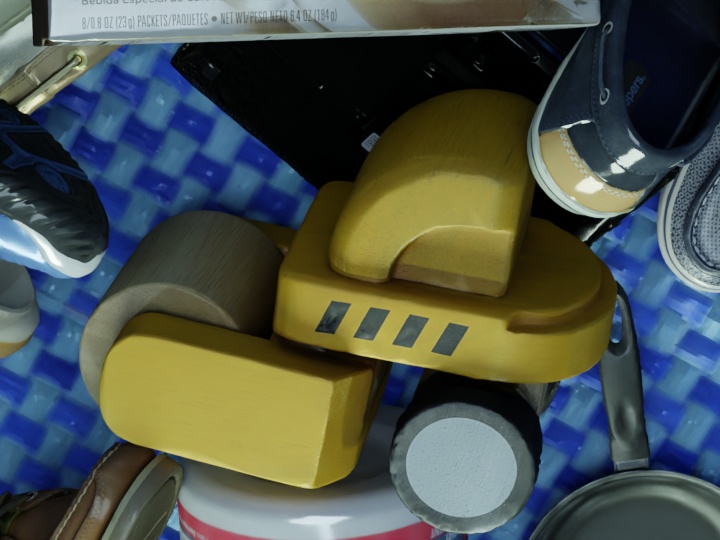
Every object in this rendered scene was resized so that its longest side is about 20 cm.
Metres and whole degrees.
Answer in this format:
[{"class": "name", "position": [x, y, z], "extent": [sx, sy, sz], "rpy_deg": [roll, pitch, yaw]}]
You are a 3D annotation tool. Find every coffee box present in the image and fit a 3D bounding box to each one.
[{"class": "coffee box", "position": [-0.020, -0.141, 1.008], "extent": [0.200, 0.080, 0.115], "rpy_deg": [-2, 94, -10]}]

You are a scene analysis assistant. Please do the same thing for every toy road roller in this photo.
[{"class": "toy road roller", "position": [0.000, 0.000, 1.084], "extent": [0.200, 0.123, 0.146], "rpy_deg": [11, 115, 6]}]

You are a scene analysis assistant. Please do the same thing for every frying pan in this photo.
[{"class": "frying pan", "position": [0.104, 0.105, 1.181], "extent": [0.115, 0.031, 0.190], "rpy_deg": [-29, 102, 10]}]

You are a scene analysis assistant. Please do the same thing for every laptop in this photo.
[{"class": "laptop", "position": [0.058, -0.107, 1.123], "extent": [0.177, 0.103, 0.200], "rpy_deg": [40, 130, -10]}]

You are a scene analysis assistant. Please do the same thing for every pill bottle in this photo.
[{"class": "pill bottle", "position": [-0.012, 0.166, 1.158], "extent": [0.119, 0.120, 0.200], "rpy_deg": [-2, 109, 2]}]

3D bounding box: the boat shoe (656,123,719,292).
[{"class": "boat shoe", "position": [0.193, -0.061, 1.091], "extent": [0.075, 0.093, 0.200], "rpy_deg": [37, 105, -10]}]

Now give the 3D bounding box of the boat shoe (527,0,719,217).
[{"class": "boat shoe", "position": [0.127, -0.108, 1.046], "extent": [0.075, 0.062, 0.200], "rpy_deg": [36, 64, -16]}]

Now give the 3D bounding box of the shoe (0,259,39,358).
[{"class": "shoe", "position": [-0.195, -0.045, 1.111], "extent": [0.053, 0.070, 0.200], "rpy_deg": [-32, 109, 31]}]

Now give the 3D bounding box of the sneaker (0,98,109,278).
[{"class": "sneaker", "position": [-0.191, -0.040, 1.055], "extent": [0.200, 0.076, 0.077], "rpy_deg": [24, 108, -2]}]

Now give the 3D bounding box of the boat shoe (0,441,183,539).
[{"class": "boat shoe", "position": [-0.133, 0.126, 1.137], "extent": [0.068, 0.072, 0.200], "rpy_deg": [37, 136, 6]}]

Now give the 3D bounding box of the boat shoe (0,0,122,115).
[{"class": "boat shoe", "position": [-0.087, -0.120, 1.096], "extent": [0.200, 0.074, 0.066], "rpy_deg": [-28, 118, 12]}]
